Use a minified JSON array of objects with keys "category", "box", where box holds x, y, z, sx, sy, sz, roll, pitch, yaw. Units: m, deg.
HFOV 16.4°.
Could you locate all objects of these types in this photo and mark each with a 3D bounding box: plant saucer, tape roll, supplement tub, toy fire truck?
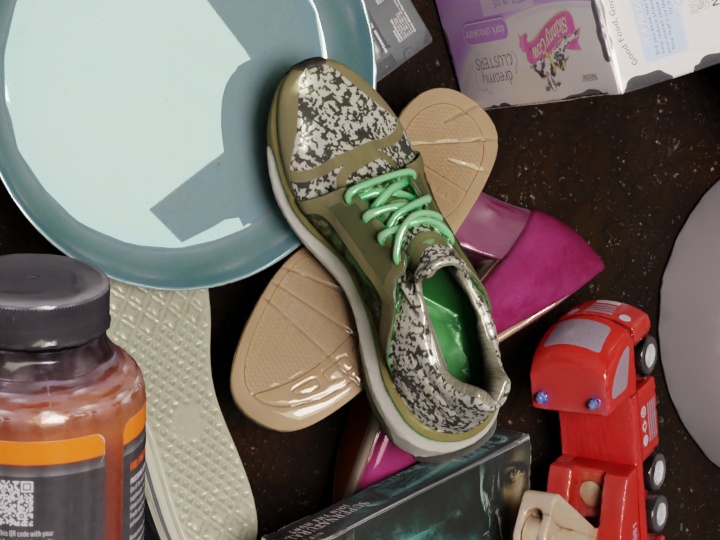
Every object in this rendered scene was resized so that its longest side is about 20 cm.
[{"category":"plant saucer","box":[-0.087,-0.092,1.173,0.199,0.027,0.202,-2,96,-24]},{"category":"tape roll","box":[0.265,0.029,1.368,0.201,0.071,0.204,0,91,-25]},{"category":"supplement tub","box":[-0.149,0.098,1.135,0.106,0.107,0.201,-5,110,-24]},{"category":"toy fire truck","box":[0.108,0.130,1.268,0.141,0.048,0.201,-36,126,-54]}]

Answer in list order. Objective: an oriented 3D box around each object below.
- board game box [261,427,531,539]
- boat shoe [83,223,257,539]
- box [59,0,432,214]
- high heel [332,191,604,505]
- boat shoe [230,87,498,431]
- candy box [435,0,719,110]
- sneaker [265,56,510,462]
[{"category":"board game box","box":[0.021,0.167,1.220,0.200,0.028,0.136,-21,115,-52]},{"category":"boat shoe","box":[-0.105,0.054,1.204,0.074,0.062,0.201,-10,81,-39]},{"category":"box","box":[-0.079,-0.152,1.216,0.157,0.051,0.201,-38,107,-19]},{"category":"high heel","box":[0.056,0.057,1.271,0.096,0.067,0.201,26,77,-12]},{"category":"boat shoe","box":[0.000,0.000,1.234,0.072,0.065,0.201,32,69,-2]},{"category":"candy box","box":[0.163,-0.143,1.263,0.199,0.168,0.072,-19,98,-23]},{"category":"sneaker","box":[0.024,-0.012,1.157,0.077,0.089,0.201,-25,89,-25]}]
